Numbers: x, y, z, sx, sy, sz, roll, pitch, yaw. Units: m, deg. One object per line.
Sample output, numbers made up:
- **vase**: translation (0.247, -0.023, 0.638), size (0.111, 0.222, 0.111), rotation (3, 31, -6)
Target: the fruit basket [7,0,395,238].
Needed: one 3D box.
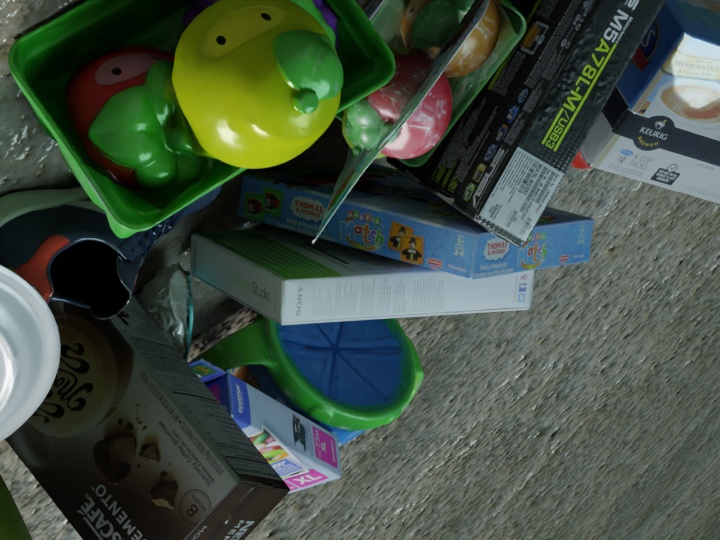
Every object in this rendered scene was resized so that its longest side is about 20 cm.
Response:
- **fruit basket**: translation (-0.081, -0.116, 1.414), size (0.215, 0.156, 0.216), rotation (-35, 172, -6)

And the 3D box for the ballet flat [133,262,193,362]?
- **ballet flat**: translation (-0.154, 0.069, 1.765), size (0.072, 0.072, 0.200), rotation (-31, 154, -25)

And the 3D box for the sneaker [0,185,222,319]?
- **sneaker**: translation (-0.153, -0.016, 1.575), size (0.199, 0.085, 0.075), rotation (-22, 151, -40)

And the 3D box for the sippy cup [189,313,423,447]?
- **sippy cup**: translation (-0.047, 0.089, 1.901), size (0.130, 0.177, 0.140), rotation (-46, -164, 40)

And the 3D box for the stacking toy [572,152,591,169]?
- **stacking toy**: translation (0.238, -0.155, 1.992), size (0.199, 0.086, 0.085), rotation (-35, 158, 2)

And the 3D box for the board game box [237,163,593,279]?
- **board game box**: translation (0.039, -0.036, 1.720), size (0.151, 0.199, 0.037), rotation (-8, 110, -54)

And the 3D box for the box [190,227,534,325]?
- **box**: translation (0.000, 0.000, 1.721), size (0.199, 0.144, 0.037), rotation (-2, 104, -29)

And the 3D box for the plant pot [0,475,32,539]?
- **plant pot**: translation (-0.289, 0.216, 1.634), size (0.200, 0.193, 0.201), rotation (-34, 156, -17)

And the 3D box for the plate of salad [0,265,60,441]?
- **plate of salad**: translation (-0.282, 0.052, 1.499), size (0.199, 0.048, 0.201), rotation (-11, 137, -10)

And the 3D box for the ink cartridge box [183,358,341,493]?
- **ink cartridge box**: translation (-0.110, 0.123, 1.773), size (0.119, 0.042, 0.200), rotation (-19, 151, 21)

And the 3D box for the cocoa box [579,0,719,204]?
- **cocoa box**: translation (0.258, -0.145, 1.862), size (0.199, 0.134, 0.131), rotation (14, 126, -32)

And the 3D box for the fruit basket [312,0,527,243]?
- **fruit basket**: translation (0.029, -0.126, 1.583), size (0.186, 0.094, 0.200), rotation (-52, -178, 25)

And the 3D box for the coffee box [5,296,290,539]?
- **coffee box**: translation (-0.157, 0.110, 1.647), size (0.113, 0.200, 0.080), rotation (-45, 157, 11)

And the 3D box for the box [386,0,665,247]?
- **box**: translation (0.108, -0.130, 1.635), size (0.201, 0.047, 0.193), rotation (-60, -161, 3)
